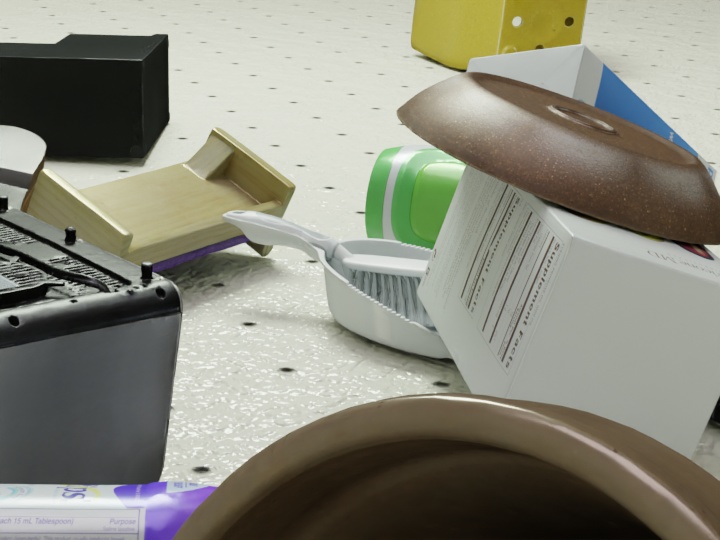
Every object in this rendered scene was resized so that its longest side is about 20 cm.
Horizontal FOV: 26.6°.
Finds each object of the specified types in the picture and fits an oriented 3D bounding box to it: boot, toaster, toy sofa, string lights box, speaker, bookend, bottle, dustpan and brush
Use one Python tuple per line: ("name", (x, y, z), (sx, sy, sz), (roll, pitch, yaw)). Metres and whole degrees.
("boot", (-0.264, -0.019, 1.025), (0.073, 0.076, 0.200), (18, 33, 3))
("toaster", (-0.207, 0.047, 0.710), (0.200, 0.119, 0.181), (-11, 22, -40))
("toy sofa", (-0.142, -0.025, 1.050), (0.083, 0.098, 0.200), (36, 29, 20))
("string lights box", (0.170, -0.089, 1.128), (0.103, 0.059, 0.200), (0, -22, 42))
("speaker", (0.108, -0.039, 1.089), (0.199, 0.089, 0.088), (9, 18, 17))
("bookend", (-0.292, -0.172, 1.451), (0.199, 0.092, 0.199), (1, 16, -1))
("bottle", (-0.089, 0.114, 0.591), (0.199, 0.066, 0.084), (1, -6, -6))
("dustpan and brush", (0.000, 0.000, 0.997), (0.199, 0.057, 0.140), (9, 18, 18))

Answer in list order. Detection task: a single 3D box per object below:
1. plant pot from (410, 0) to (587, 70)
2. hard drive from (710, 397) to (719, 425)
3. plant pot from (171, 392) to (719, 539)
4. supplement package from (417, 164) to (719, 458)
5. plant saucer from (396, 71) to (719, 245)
("plant pot", (0.196, -0.347, 1.961), (0.194, 0.196, 0.200), (-3, 27, -19))
("hard drive", (0.230, 0.044, 0.936), (0.139, 0.038, 0.200), (-5, 18, -25))
("plant pot", (0.058, 0.137, 0.410), (0.200, 0.201, 0.174), (15, 1, 33))
("supplement package", (0.118, 0.014, 0.840), (0.113, 0.110, 0.200), (16, 16, -15))
("plant saucer", (0.120, -0.070, 0.857), (0.200, 0.037, 0.200), (20, 15, -5))
